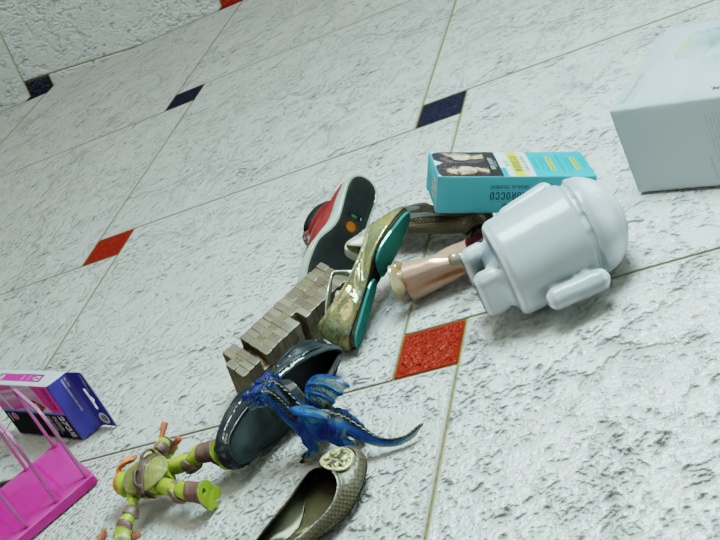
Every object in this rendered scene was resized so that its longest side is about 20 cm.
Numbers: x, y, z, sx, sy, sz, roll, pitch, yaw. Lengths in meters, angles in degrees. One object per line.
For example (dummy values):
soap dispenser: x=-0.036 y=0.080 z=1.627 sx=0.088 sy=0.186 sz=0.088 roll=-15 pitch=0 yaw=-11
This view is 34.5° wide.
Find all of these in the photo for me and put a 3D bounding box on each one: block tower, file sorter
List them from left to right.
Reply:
file sorter: x=-0.456 y=0.260 z=1.426 sx=0.199 sy=0.127 sz=0.138 roll=-40 pitch=28 yaw=-21
block tower: x=-0.087 y=0.073 z=1.452 sx=0.054 sy=0.058 sz=0.200 roll=26 pitch=56 yaw=36

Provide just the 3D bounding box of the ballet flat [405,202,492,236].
ballet flat: x=0.097 y=-0.061 z=1.527 sx=0.198 sy=0.047 sz=0.067 roll=-4 pitch=25 yaw=46

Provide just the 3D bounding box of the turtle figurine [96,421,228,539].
turtle figurine: x=-0.225 y=0.229 z=1.321 sx=0.159 sy=0.065 sz=0.201 roll=-13 pitch=31 yaw=29

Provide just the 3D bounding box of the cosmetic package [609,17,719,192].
cosmetic package: x=0.431 y=-0.204 z=1.365 sx=0.198 sy=0.124 sz=0.200 roll=-4 pitch=36 yaw=43

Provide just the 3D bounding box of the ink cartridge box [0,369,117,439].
ink cartridge box: x=-0.419 y=0.180 z=1.563 sx=0.197 sy=0.096 sz=0.037 roll=-5 pitch=34 yaw=39

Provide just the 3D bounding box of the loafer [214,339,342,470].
loafer: x=-0.092 y=0.148 z=1.326 sx=0.070 sy=0.069 sz=0.201 roll=-13 pitch=26 yaw=46

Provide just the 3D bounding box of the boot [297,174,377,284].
boot: x=-0.055 y=-0.026 z=1.613 sx=0.144 sy=0.072 sz=0.202 roll=-31 pitch=30 yaw=54

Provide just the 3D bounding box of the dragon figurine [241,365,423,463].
dragon figurine: x=-0.038 y=0.152 z=1.230 sx=0.197 sy=0.100 sz=0.059 roll=-1 pitch=37 yaw=38

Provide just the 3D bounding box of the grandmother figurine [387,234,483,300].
grandmother figurine: x=0.135 y=-0.019 z=1.409 sx=0.197 sy=0.061 sz=0.121 roll=-19 pitch=14 yaw=16

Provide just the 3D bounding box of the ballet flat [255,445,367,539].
ballet flat: x=-0.062 y=0.244 z=1.144 sx=0.067 sy=0.047 sz=0.200 roll=9 pitch=48 yaw=47

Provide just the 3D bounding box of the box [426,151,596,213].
box: x=0.184 y=-0.110 z=1.431 sx=0.196 sy=0.050 sz=0.083 roll=-1 pitch=27 yaw=-6

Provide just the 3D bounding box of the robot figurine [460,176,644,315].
robot figurine: x=0.212 y=-0.029 z=1.285 sx=0.198 sy=0.113 sz=0.171 roll=-27 pitch=50 yaw=4

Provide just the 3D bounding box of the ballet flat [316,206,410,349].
ballet flat: x=0.000 y=0.000 z=1.435 sx=0.070 sy=0.071 sz=0.203 roll=1 pitch=60 yaw=45
